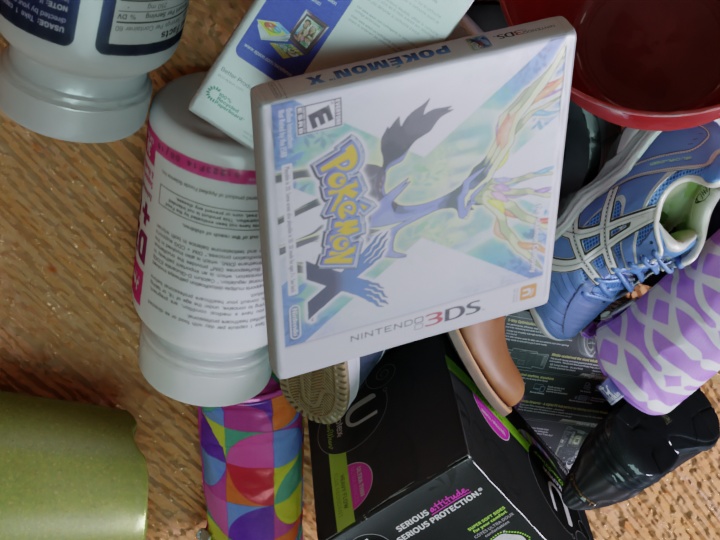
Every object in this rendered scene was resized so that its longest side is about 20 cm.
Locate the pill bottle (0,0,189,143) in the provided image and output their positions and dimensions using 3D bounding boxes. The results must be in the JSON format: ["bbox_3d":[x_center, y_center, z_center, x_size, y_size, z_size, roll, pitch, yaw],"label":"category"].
[{"bbox_3d":[-0.151,-0.183,0.836,0.115,0.116,0.201,9,121,-15],"label":"pill bottle"}]

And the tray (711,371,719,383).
[{"bbox_3d":[0.342,0.012,1.093,0.098,0.037,0.200,29,113,-24],"label":"tray"}]

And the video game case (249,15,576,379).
[{"bbox_3d":[0.030,-0.036,0.820,0.181,0.022,0.201,-15,133,-16],"label":"video game case"}]

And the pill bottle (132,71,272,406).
[{"bbox_3d":[-0.092,-0.018,0.955,0.112,0.114,0.202,4,122,-12],"label":"pill bottle"}]

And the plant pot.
[{"bbox_3d":[-0.253,0.160,1.017,0.182,0.201,0.202,3,123,-25],"label":"plant pot"}]

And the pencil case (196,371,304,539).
[{"bbox_3d":[-0.083,0.148,1.085,0.087,0.089,0.202,-1,122,-8],"label":"pencil case"}]

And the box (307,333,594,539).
[{"bbox_3d":[0.069,0.167,1.028,0.124,0.149,0.200,-32,123,15],"label":"box"}]

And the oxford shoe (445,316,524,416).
[{"bbox_3d":[0.080,0.010,0.967,0.071,0.071,0.201,-22,116,1],"label":"oxford shoe"}]

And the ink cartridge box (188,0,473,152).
[{"bbox_3d":[-0.001,-0.144,0.780,0.099,0.039,0.201,33,113,-11],"label":"ink cartridge box"}]

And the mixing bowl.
[{"bbox_3d":[0.182,-0.163,0.881,0.198,0.202,0.109,-16,160,2],"label":"mixing bowl"}]

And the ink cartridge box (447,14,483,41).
[{"bbox_3d":[0.012,-0.157,0.861,0.067,0.117,0.200,-43,106,12],"label":"ink cartridge box"}]

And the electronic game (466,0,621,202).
[{"bbox_3d":[0.079,-0.083,0.982,0.198,0.042,0.202,-2,115,-4],"label":"electronic game"}]

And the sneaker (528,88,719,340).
[{"bbox_3d":[0.175,-0.022,0.958,0.075,0.077,0.201,7,130,-30],"label":"sneaker"}]

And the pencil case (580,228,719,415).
[{"bbox_3d":[0.243,0.013,0.981,0.200,0.084,0.086,-45,76,29],"label":"pencil case"}]

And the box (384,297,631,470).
[{"bbox_3d":[0.100,0.084,1.095,0.198,0.044,0.161,9,121,-15],"label":"box"}]

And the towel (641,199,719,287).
[{"bbox_3d":[0.282,-0.020,1.025,0.198,0.049,0.112,16,122,1],"label":"towel"}]

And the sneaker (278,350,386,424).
[{"bbox_3d":[0.000,0.000,0.946,0.070,0.109,0.201,27,137,14],"label":"sneaker"}]

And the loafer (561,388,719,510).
[{"bbox_3d":[0.208,0.125,1.079,0.072,0.073,0.199,-43,162,30],"label":"loafer"}]
